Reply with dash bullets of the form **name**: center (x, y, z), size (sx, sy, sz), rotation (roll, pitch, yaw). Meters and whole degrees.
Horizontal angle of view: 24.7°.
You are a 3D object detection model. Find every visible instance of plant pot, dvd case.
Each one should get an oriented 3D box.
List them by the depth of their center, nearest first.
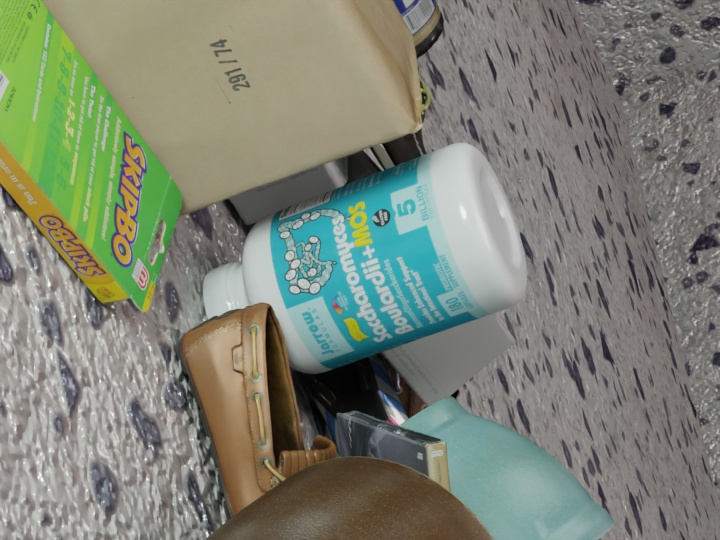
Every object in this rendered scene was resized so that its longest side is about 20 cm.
- **plant pot**: center (-0.042, 0.203, 0.796), size (0.200, 0.186, 0.188), rotation (-12, 83, -59)
- **dvd case**: center (0.024, 0.187, 0.931), size (0.149, 0.016, 0.201), rotation (-175, -102, -70)
- **plant pot**: center (0.049, 0.170, 1.090), size (0.134, 0.200, 0.200), rotation (54, 14, 10)

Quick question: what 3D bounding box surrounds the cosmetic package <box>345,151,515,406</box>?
- **cosmetic package**: center (0.017, -0.008, 1.210), size (0.108, 0.085, 0.200), rotation (51, 2, -47)

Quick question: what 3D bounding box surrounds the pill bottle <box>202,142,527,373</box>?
- **pill bottle**: center (0.000, 0.000, 1.070), size (0.111, 0.199, 0.111), rotation (56, 21, -36)

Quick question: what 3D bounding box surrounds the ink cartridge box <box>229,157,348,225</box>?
- **ink cartridge box**: center (-0.089, -0.157, 1.165), size (0.146, 0.083, 0.200), rotation (-90, 155, -50)

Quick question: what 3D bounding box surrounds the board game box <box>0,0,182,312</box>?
- **board game box**: center (-0.164, -0.071, 0.903), size (0.200, 0.030, 0.096), rotation (54, 36, -38)

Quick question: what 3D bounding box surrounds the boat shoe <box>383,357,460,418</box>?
- **boat shoe**: center (0.038, 0.098, 1.302), size (0.072, 0.072, 0.201), rotation (40, 34, -59)

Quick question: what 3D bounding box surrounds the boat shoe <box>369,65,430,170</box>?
- **boat shoe**: center (0.014, -0.130, 1.163), size (0.202, 0.060, 0.072), rotation (56, 3, -28)

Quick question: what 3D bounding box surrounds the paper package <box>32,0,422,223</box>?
- **paper package**: center (-0.089, -0.147, 0.965), size (0.104, 0.190, 0.200), rotation (-91, 155, -45)

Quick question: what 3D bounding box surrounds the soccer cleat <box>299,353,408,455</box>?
- **soccer cleat**: center (0.013, 0.118, 1.210), size (0.086, 0.069, 0.201), rotation (-65, 134, -73)

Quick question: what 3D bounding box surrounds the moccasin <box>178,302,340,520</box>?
- **moccasin**: center (-0.044, 0.120, 1.009), size (0.074, 0.077, 0.203), rotation (7, 65, -73)

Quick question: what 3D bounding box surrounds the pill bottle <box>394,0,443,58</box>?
- **pill bottle**: center (-0.010, -0.285, 1.512), size (0.112, 0.111, 0.201), rotation (-85, 151, -55)
